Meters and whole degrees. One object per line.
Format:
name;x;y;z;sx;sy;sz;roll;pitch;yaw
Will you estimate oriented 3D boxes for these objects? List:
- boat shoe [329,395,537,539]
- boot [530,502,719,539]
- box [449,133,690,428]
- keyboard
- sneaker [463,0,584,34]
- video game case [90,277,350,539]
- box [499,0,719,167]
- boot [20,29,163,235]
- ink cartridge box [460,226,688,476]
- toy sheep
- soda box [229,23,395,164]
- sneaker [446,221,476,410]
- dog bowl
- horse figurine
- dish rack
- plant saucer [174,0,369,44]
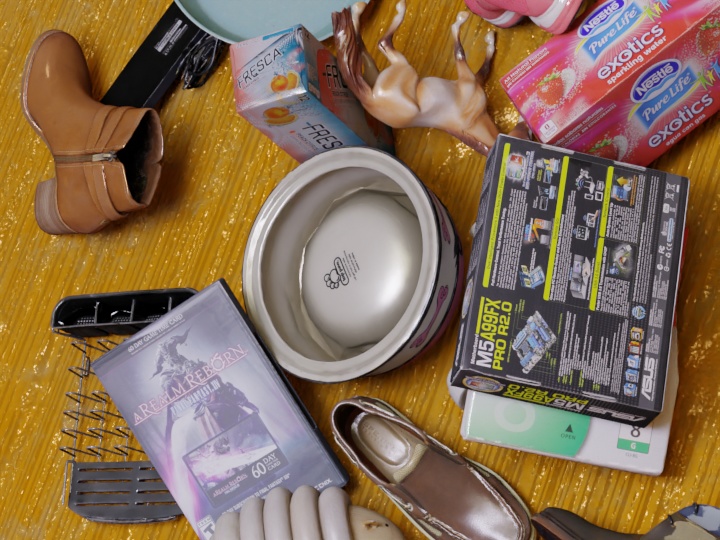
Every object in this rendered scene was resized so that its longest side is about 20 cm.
boat shoe;0.051;0.170;1.581;0.202;0.075;0.075;32;87;28
boot;0.234;0.214;1.501;0.199;0.075;0.097;30;75;21
box;0.164;0.007;1.509;0.159;0.044;0.201;12;68;-4
keyboard;-0.161;-0.206;1.826;0.200;0.040;0.104;-54;39;1
sneaker;0.120;-0.253;1.637;0.074;0.086;0.200;-63;21;0
video game case;-0.119;0.127;1.641;0.142;0.019;0.201;-32;92;19
box;0.227;-0.164;1.590;0.200;0.095;0.100;-38;42;8
boot;-0.242;-0.134;1.771;0.155;0.076;0.201;-13;71;49
ink cartridge box;0.173;0.049;1.532;0.160;0.050;0.201;11;87;-5
toy sheep;-0.058;0.241;1.577;0.199;0.138;0.139;-14;68;1
soda box;-0.037;-0.135;1.646;0.068;0.200;0.064;-14;69;19
sneaker;0.121;0.015;1.609;0.200;0.074;0.115;-45;60;-7
dog bowl;0.000;0.000;1.642;0.199;0.074;0.201;-8;75;33
horse figurine;0.056;-0.162;1.654;0.050;0.199;0.133;-32;53;57
dish rack;-0.201;0.121;1.717;0.153;0.055;0.201;-4;72;23
plant saucer;-0.080;-0.277;1.774;0.199;0.036;0.201;1;64;-2
